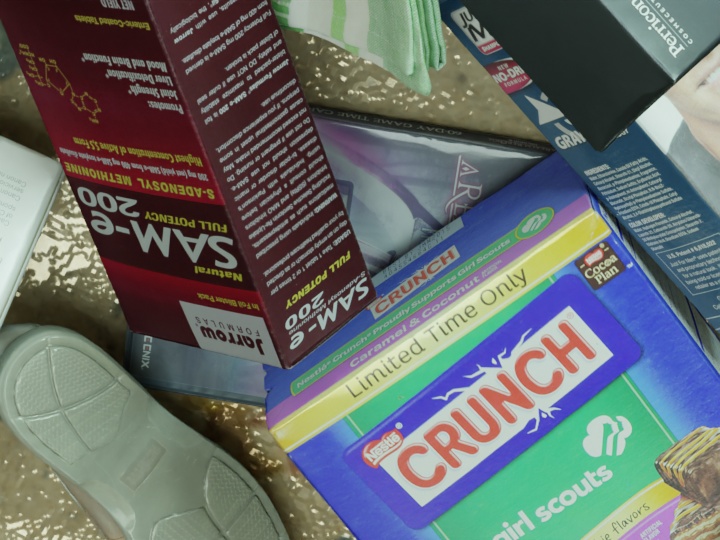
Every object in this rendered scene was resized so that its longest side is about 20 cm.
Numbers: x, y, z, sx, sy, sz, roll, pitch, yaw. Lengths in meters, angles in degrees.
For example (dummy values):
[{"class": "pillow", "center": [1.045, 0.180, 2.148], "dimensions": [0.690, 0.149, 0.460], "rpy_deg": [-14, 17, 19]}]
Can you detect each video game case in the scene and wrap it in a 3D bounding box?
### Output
[{"class": "video game case", "center": [0.000, 0.000, 1.318], "dimensions": [0.199, 0.019, 0.144], "rpy_deg": [10, 114, 2]}]

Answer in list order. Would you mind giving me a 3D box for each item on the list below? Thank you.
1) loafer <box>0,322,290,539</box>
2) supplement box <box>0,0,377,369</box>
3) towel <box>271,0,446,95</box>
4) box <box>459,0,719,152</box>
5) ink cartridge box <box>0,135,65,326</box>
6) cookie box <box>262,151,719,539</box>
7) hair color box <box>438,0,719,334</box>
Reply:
[{"class": "loafer", "center": [-0.098, 0.094, 1.351], "dimensions": [0.072, 0.063, 0.200], "rpy_deg": [-44, 117, -10]}, {"class": "supplement box", "center": [-0.076, -0.064, 1.215], "dimensions": [0.109, 0.061, 0.201], "rpy_deg": [11, 131, 46]}, {"class": "towel", "center": [-0.054, -0.158, 1.168], "dimensions": [0.200, 0.023, 0.153], "rpy_deg": [25, 143, 36]}, {"class": "box", "center": [0.080, -0.170, 1.140], "dimensions": [0.200, 0.141, 0.079], "rpy_deg": [47, 155, 1]}, {"class": "ink cartridge box", "center": [-0.231, 0.023, 1.256], "dimensions": [0.146, 0.083, 0.201], "rpy_deg": [24, 73, -6]}, {"class": "cookie box", "center": [0.081, 0.077, 1.292], "dimensions": [0.171, 0.075, 0.200], "rpy_deg": [-34, 113, 10]}, {"class": "hair color box", "center": [0.133, -0.074, 1.223], "dimensions": [0.200, 0.100, 0.060], "rpy_deg": [47, 151, -14]}]
